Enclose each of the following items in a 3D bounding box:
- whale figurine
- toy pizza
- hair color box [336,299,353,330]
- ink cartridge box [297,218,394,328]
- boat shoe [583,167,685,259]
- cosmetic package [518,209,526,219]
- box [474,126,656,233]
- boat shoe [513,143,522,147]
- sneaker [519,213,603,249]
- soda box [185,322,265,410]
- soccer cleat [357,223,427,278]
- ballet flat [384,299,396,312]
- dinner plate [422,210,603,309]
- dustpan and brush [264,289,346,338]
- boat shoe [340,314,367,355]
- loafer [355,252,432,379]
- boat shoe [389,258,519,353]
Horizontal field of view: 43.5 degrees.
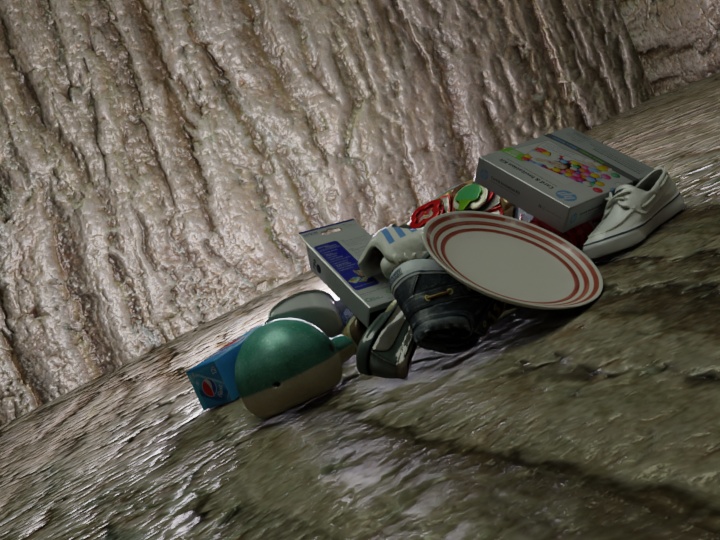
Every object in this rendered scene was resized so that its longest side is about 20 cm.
[{"bbox_3d":[-0.085,0.106,1.120,0.158,0.105,0.200,-25,2,12],"label":"whale figurine"},{"bbox_3d":[0.126,-0.056,1.250,0.199,0.032,0.201,-27,37,22],"label":"toy pizza"},{"bbox_3d":[-0.065,0.097,1.351,0.198,0.061,0.100,-26,5,-6],"label":"hair color box"},{"bbox_3d":[0.000,0.000,1.243,0.099,0.040,0.200,-16,40,-26],"label":"ink cartridge box"},{"bbox_3d":[0.333,-0.074,1.129,0.199,0.066,0.073,-30,7,-42],"label":"boat shoe"},{"bbox_3d":[0.221,-0.042,1.324,0.101,0.075,0.199,-22,5,41],"label":"cosmetic package"},{"bbox_3d":[0.274,-0.126,1.202,0.199,0.042,0.156,-22,44,-36],"label":"box"},{"bbox_3d":[0.298,-0.112,1.297,0.072,0.198,0.069,-62,-9,-50],"label":"boat shoe"},{"bbox_3d":[0.263,-0.047,1.157,0.114,0.079,0.200,-16,18,15],"label":"sneaker"},{"bbox_3d":[-0.181,0.142,1.415,0.064,0.068,0.200,-22,7,30],"label":"soda box"},{"bbox_3d":[0.077,-0.019,1.143,0.199,0.070,0.086,-5,35,51],"label":"soccer cleat"},{"bbox_3d":[0.121,0.033,1.122,0.199,0.070,0.069,-27,5,-14],"label":"ballet flat"},{"bbox_3d":[0.159,-0.008,0.962,0.198,0.024,0.201,10,30,-6],"label":"dinner plate"},{"bbox_3d":[-0.051,0.068,1.254,0.198,0.141,0.057,-20,44,-23],"label":"dustpan and brush"},{"bbox_3d":[0.027,0.061,1.273,0.076,0.072,0.200,-36,-3,40],"label":"boat shoe"},{"bbox_3d":[0.069,0.053,1.029,0.062,0.072,0.200,16,47,27],"label":"loafer"},{"bbox_3d":[0.129,0.042,0.982,0.198,0.092,0.071,0,-38,-27],"label":"boat shoe"}]
